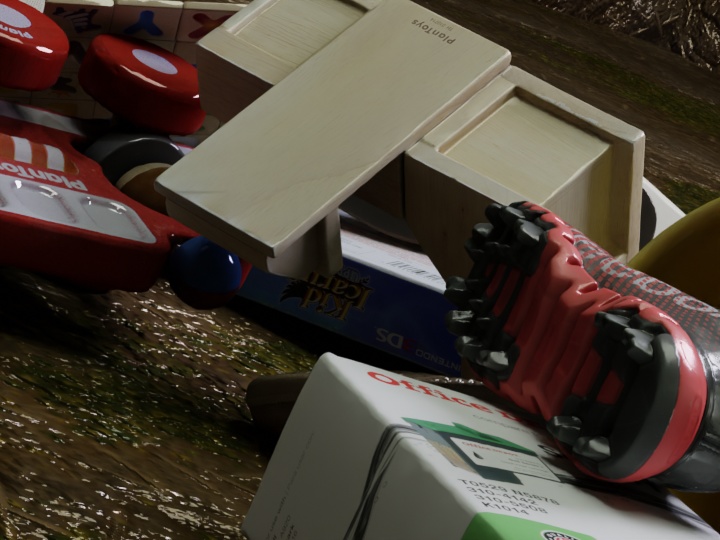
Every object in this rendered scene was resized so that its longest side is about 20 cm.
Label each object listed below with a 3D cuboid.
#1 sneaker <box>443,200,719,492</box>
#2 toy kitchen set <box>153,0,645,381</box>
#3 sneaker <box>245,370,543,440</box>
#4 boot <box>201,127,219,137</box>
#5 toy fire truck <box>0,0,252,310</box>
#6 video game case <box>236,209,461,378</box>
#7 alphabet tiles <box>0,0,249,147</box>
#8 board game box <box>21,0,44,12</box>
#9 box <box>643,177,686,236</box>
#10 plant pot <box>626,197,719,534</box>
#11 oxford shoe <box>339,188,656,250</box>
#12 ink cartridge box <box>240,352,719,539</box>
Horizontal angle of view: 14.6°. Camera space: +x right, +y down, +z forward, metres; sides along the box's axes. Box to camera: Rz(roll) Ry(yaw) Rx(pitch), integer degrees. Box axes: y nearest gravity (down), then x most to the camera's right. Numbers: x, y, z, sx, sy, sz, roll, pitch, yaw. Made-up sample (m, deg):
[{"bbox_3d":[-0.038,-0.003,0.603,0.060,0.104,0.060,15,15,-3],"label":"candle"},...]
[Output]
[{"bbox_3d":[0.101,0.033,1.086,0.098,0.071,0.200,19,12,-26],"label":"sneaker"},{"bbox_3d":[0.000,0.000,1.292,0.200,0.181,0.163,30,52,29],"label":"toy kitchen set"},{"bbox_3d":[0.033,0.082,1.182,0.199,0.076,0.070,3,0,35],"label":"sneaker"},{"bbox_3d":[-0.080,-0.083,1.564,0.145,0.071,0.200,9,-7,4],"label":"boot"},{"bbox_3d":[-0.131,-0.036,1.293,0.199,0.112,0.168,15,22,-33],"label":"toy fire truck"},{"bbox_3d":[0.020,0.000,1.488,0.199,0.046,0.181,21,16,25],"label":"video game case"},{"bbox_3d":[-0.118,-0.087,1.428,0.165,0.006,0.200,2,-24,-11],"label":"alphabet tiles"},{"bbox_3d":[-0.203,-0.135,1.495,0.046,0.152,0.200,24,10,5],"label":"board game box"},{"bbox_3d":[0.116,-0.030,1.634,0.200,0.078,0.095,37,-16,-36],"label":"box"},{"bbox_3d":[0.213,0.089,1.218,0.201,0.201,0.189,34,-1,45],"label":"plant pot"},{"bbox_3d":[0.054,-0.038,1.474,0.199,0.072,0.071,19,-8,2],"label":"oxford shoe"},{"bbox_3d":[0.062,0.116,1.012,0.146,0.085,0.200,18,12,-28],"label":"ink cartridge box"}]
